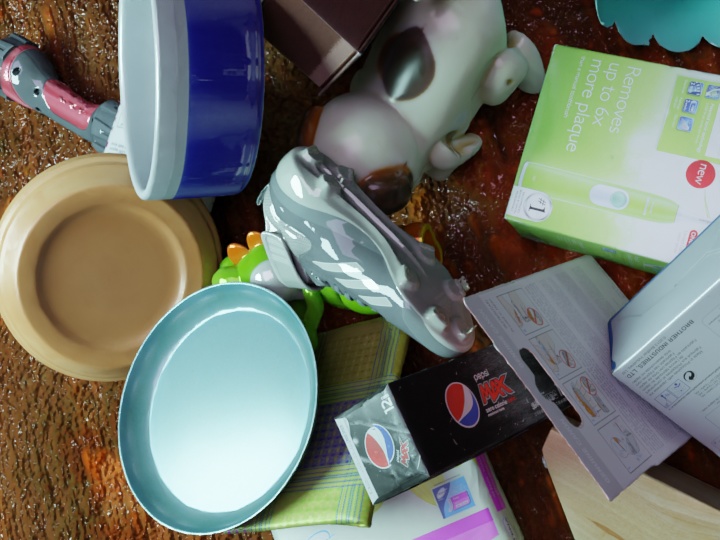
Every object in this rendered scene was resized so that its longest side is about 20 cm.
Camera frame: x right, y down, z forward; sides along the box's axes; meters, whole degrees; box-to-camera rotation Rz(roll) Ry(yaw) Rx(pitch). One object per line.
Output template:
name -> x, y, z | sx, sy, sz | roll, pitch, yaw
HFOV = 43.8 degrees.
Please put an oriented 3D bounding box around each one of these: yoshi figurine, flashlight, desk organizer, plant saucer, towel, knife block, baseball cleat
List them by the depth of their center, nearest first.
knife block -> 0.247, 0.184, 0.661 | 0.173, 0.064, 0.203 | -23, 84, 18
baseball cleat -> 0.000, 0.000, 0.684 | 0.201, 0.069, 0.107 | 50, 128, 11
desk organizer -> 0.004, -0.241, 0.687 | 0.077, 0.071, 0.202 | 39, 63, -13
plant saucer -> -0.113, 0.110, 0.728 | 0.197, 0.027, 0.204 | -11, 67, 27
towel -> -0.031, 0.122, 0.739 | 0.141, 0.023, 0.202 | -14, 42, 28
plant saucer -> -0.214, 0.003, 0.772 | 0.196, 0.037, 0.204 | -5, 106, -18
yoshi figurine -> -0.029, 0.020, 0.777 | 0.196, 0.112, 0.115 | -2, 87, 20
flashlight -> -0.303, -0.179, 0.928 | 0.198, 0.067, 0.069 | 29, 97, 23

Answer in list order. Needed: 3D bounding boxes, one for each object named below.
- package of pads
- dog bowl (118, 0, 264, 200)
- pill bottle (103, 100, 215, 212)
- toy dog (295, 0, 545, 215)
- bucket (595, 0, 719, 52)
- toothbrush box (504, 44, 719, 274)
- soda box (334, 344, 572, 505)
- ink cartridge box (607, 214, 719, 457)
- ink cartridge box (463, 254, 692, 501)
package of pads -> 0.016, 0.191, 0.754 | 0.197, 0.068, 0.157 | -27, 74, 14
dog bowl -> -0.136, -0.158, 0.695 | 0.077, 0.200, 0.204 | -4, 77, -22
pill bottle -> -0.196, -0.071, 0.847 | 0.112, 0.113, 0.204 | 18, 88, 21
toy dog -> 0.044, -0.134, 0.734 | 0.139, 0.194, 0.201 | 40, 90, 8
bucket -> 0.264, -0.275, 0.667 | 0.203, 0.207, 0.138 | -5, 70, 19
toothbrush box -> 0.231, -0.078, 0.708 | 0.197, 0.086, 0.148 | 18, 88, 20
soda box -> 0.077, 0.104, 0.672 | 0.063, 0.198, 0.072 | -37, 73, 39
ink cartridge box -> 0.290, 0.069, 0.619 | 0.199, 0.077, 0.137 | 37, 122, -6
ink cartridge box -> 0.161, 0.075, 0.652 | 0.162, 0.198, 0.050 | 54, 129, 18
